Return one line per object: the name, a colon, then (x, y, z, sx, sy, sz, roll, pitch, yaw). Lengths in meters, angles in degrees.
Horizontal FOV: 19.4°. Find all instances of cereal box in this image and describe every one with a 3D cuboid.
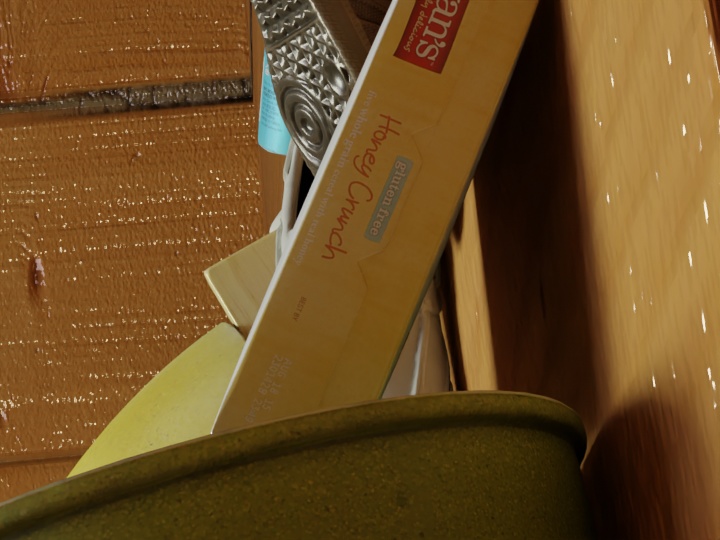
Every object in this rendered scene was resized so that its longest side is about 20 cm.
cereal box: (0.000, -0.002, 0.605, 0.200, 0.039, 0.144, 107, -175, -79)

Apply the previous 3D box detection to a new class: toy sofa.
toy sofa: (-0.016, 0.036, 1.064, 0.083, 0.097, 0.200, 59, 169, 13)

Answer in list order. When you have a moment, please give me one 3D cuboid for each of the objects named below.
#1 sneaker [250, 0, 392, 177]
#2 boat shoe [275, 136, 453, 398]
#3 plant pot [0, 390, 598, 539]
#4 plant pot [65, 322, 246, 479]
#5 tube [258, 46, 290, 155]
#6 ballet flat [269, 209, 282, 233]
sneaker: (0.000, -0.106, 0.751, 0.070, 0.075, 0.201, 3, 121, 61)
boat shoe: (0.000, 0.000, 0.812, 0.066, 0.072, 0.200, 83, -173, -49)
plant pot: (-0.013, 0.156, 0.479, 0.200, 0.200, 0.194, 97, 156, -70)
plant pot: (-0.075, 0.146, 0.981, 0.200, 0.142, 0.200, 57, 169, 18)
tube: (-0.031, -0.166, 1.195, 0.077, 0.050, 0.201, -114, 24, -65)
ballet flat: (-0.029, 0.019, 1.209, 0.076, 0.064, 0.201, -123, 27, -59)
